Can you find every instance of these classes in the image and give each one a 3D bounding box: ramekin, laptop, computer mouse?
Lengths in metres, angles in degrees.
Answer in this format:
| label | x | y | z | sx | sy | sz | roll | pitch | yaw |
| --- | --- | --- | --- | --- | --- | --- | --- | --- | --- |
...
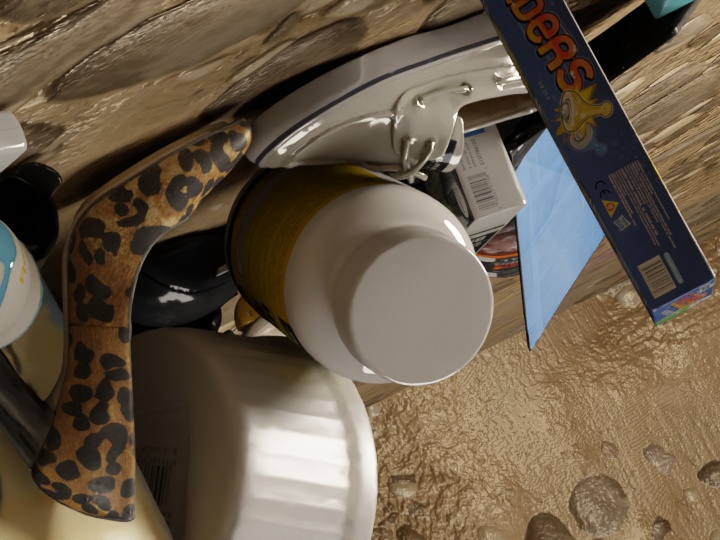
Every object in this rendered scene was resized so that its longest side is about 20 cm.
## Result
| label | x | y | z | sx | sy | sz | roll | pitch | yaw |
| --- | --- | --- | --- | --- | --- | --- | --- | --- | --- |
| ramekin | -0.094 | 0.127 | 1.192 | 0.200 | 0.201 | 0.098 | -33 | 146 | 34 |
| laptop | 0.167 | -0.080 | 1.260 | 0.200 | 0.116 | 0.187 | -35 | -172 | 32 |
| computer mouse | -0.072 | -0.009 | 1.353 | 0.140 | 0.046 | 0.200 | -31 | 171 | 33 |

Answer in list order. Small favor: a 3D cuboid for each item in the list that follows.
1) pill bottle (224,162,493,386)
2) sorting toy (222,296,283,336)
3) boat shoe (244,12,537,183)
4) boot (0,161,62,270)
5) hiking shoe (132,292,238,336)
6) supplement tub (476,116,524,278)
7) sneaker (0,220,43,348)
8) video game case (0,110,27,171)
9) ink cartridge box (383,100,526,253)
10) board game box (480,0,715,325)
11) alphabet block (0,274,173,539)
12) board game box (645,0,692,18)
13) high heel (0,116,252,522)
| label | x | y | z | sx | sy | sz | roll | pitch | yaw |
| --- | --- | --- | --- | --- | --- | --- | --- | --- | --- |
| pill bottle | 0.000 | 0.000 | 1.157 | 0.111 | 0.111 | 0.200 | -26 | -162 | -12 |
| sorting toy | -0.104 | 0.121 | 1.413 | 0.180 | 0.107 | 0.200 | -33 | -151 | 41 |
| boat shoe | 0.029 | -0.084 | 1.122 | 0.200 | 0.070 | 0.071 | -23 | 171 | -34 |
| boot | -0.200 | 0.045 | 0.930 | 0.077 | 0.200 | 0.138 | 34 | 124 | -30 |
| hiking shoe | -0.175 | 0.061 | 1.424 | 0.200 | 0.076 | 0.101 | -33 | 169 | -40 |
| supplement tub | 0.091 | -0.056 | 1.390 | 0.107 | 0.107 | 0.200 | -28 | 172 | 2 |
| sneaker | -0.233 | 0.034 | 0.864 | 0.200 | 0.077 | 0.081 | -34 | 165 | -6 |
| video game case | -0.261 | 0.001 | 0.862 | 0.200 | 0.023 | 0.182 | -33 | 170 | 39 |
| ink cartridge box | 0.041 | -0.051 | 1.268 | 0.039 | 0.100 | 0.200 | -19 | 169 | -17 |
| board game box | 0.109 | -0.071 | 0.997 | 0.034 | 0.200 | 0.135 | -28 | 173 | 6 |
| alphabet block | -0.258 | 0.131 | 1.101 | 0.196 | 0.195 | 0.200 | -35 | 169 | 35 |
| board game box | 0.243 | -0.215 | 1.089 | 0.200 | 0.047 | 0.151 | -27 | 172 | -4 |
| high heel | -0.104 | 0.026 | 1.059 | 0.200 | 0.143 | 0.071 | -39 | -179 | -3 |
